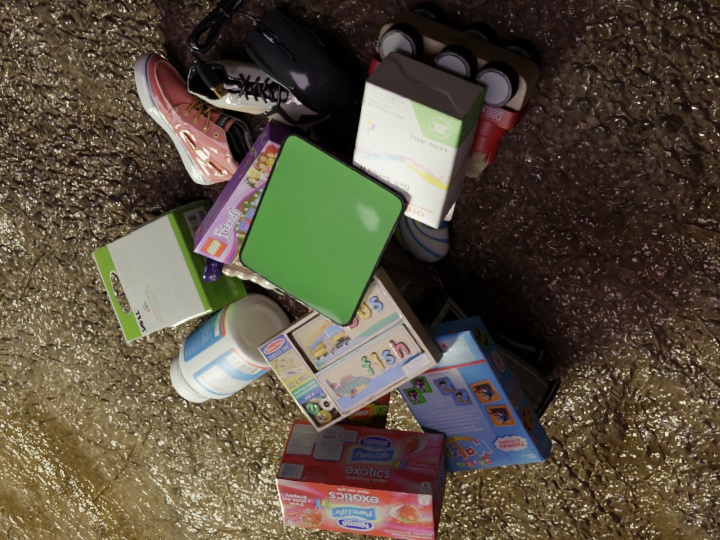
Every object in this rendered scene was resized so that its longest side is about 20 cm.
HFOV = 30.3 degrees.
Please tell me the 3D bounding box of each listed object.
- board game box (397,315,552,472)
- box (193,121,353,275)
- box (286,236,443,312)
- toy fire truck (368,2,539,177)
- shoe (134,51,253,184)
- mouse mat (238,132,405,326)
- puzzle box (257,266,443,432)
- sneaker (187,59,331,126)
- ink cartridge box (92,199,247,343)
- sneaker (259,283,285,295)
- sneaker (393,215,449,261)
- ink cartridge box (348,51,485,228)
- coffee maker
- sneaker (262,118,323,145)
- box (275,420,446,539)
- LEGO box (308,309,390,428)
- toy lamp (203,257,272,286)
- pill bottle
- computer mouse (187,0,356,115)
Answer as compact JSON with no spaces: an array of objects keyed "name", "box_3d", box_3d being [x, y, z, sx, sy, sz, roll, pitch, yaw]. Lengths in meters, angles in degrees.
[{"name":"board game box","box_3d":[0.126,0.156,1.631,0.150,0.037,0.201,-14,115,39]},{"name":"box","box_3d":[-0.099,-0.075,1.619,0.136,0.039,0.200,22,129,-22]},{"name":"box","box_3d":[0.000,0.000,1.647,0.100,0.075,0.199,-39,145,23]},{"name":"toy fire truck","box_3d":[0.099,-0.182,1.507,0.175,0.129,0.201,23,125,13]},{"name":"shoe","box_3d":[-0.205,-0.198,1.704,0.090,0.072,0.201,-4,129,32]},{"name":"mouse mat","box_3d":[-0.048,-0.044,1.518,0.160,0.008,0.201,31,125,8]},{"name":"puzzle box","box_3d":[-0.014,0.098,1.607,0.199,0.025,0.133,-33,95,29]},{"name":"sneaker","box_3d":[-0.121,-0.215,1.612,0.198,0.080,0.074,8,98,24]},{"name":"ink cartridge box","box_3d":[-0.274,0.003,1.878,0.199,0.076,0.149,-20,92,42]},{"name":"sneaker","box_3d":[-0.140,-0.054,1.780,0.088,0.074,0.201,16,133,18]},{"name":"sneaker","box_3d":[0.063,-0.085,1.597,0.201,0.075,0.105,61,175,-23]},{"name":"ink cartridge box","box_3d":[0.056,-0.126,1.458,0.116,0.067,0.201,23,138,13]},{"name":"coffee maker","box_3d":[0.130,0.139,1.736,0.200,0.135,0.192,39,137,-3]},{"name":"sneaker","box_3d":[-0.051,-0.114,1.661,0.200,0.091,0.066,39,138,-4]},{"name":"box","box_3d":[0.004,0.262,1.669,0.198,0.103,0.095,4,133,11]},{"name":"LEGO box","box_3d":[-0.020,0.138,1.778,0.076,0.201,0.150,-3,134,-10]},{"name":"toy lamp","box_3d":[-0.104,0.015,1.742,0.198,0.058,0.058,12,134,1]},{"name":"pill bottle","box_3d":[-0.195,0.119,1.937,0.112,0.112,0.200,46,136,-11]},{"name":"computer mouse","box_3d":[-0.111,-0.241,1.553,0.140,0.046,0.200,-43,90,8]}]
